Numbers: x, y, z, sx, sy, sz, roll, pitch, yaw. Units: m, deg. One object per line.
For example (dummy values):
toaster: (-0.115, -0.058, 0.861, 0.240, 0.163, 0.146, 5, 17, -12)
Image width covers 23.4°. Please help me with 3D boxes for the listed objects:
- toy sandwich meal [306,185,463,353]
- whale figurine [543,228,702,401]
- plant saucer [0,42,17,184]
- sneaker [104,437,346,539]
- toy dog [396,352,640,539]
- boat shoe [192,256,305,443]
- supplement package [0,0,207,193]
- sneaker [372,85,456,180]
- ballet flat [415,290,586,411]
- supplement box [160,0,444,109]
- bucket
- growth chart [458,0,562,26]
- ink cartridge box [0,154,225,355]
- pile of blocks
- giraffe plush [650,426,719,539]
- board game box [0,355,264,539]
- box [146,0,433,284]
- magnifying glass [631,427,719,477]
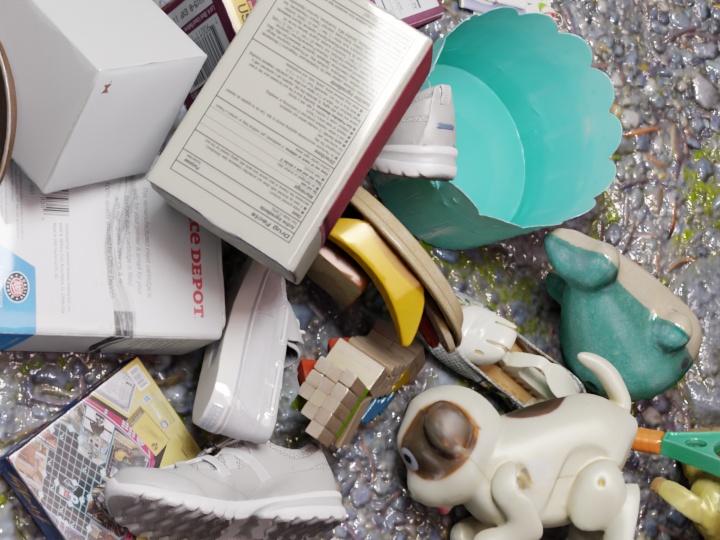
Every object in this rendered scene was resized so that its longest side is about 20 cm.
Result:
toy sandwich meal: (0.000, 0.000, 1.415, 0.070, 0.205, 0.206, -41, 101, -10)
whale figurine: (0.217, 0.043, 1.530, 0.104, 0.159, 0.200, -55, 140, -11)
plant saucer: (-0.317, -0.118, 1.257, 0.034, 0.199, 0.202, -11, 83, -58)
sneaker: (-0.108, 0.163, 1.339, 0.199, 0.075, 0.083, 8, 58, -35)
toy dog: (0.128, 0.159, 1.459, 0.198, 0.140, 0.196, 12, 100, -10)
boat shoe: (-0.079, 0.055, 1.377, 0.068, 0.072, 0.201, 26, 34, -13)
supplement package: (-0.233, -0.171, 1.286, 0.200, 0.118, 0.117, 45, 33, 20)
sneaker: (0.007, -0.125, 1.425, 0.074, 0.199, 0.083, 5, 96, -49)
ballet flat: (0.129, 0.075, 1.528, 0.200, 0.072, 0.072, 38, 63, -17)
supplement box: (-0.053, -0.214, 1.453, 0.199, 0.131, 0.104, -24, 91, -33)
bucket: (0.110, -0.119, 1.522, 0.206, 0.135, 0.209, 8, 75, -29)
growth chart: (0.127, -0.303, 1.645, 0.144, 0.018, 0.202, -2, 79, -30)
ink cartridge box: (-0.213, -0.014, 1.341, 0.198, 0.084, 0.146, 3, 76, -30)
pile of blocks: (-0.013, 0.090, 1.427, 0.062, 0.083, 0.200, 33, 19, 16)
giraffe plush: (0.355, 0.248, 1.578, 0.200, 0.171, 0.164, -31, 120, -54)
board game box: (-0.171, 0.188, 1.348, 0.135, 0.035, 0.201, -38, 98, -31)
box: (-0.049, -0.109, 1.292, 0.127, 0.109, 0.201, 32, 86, 4)
magnifying glass: (0.290, 0.156, 1.547, 0.080, 0.198, 0.023, -38, 130, -63)
